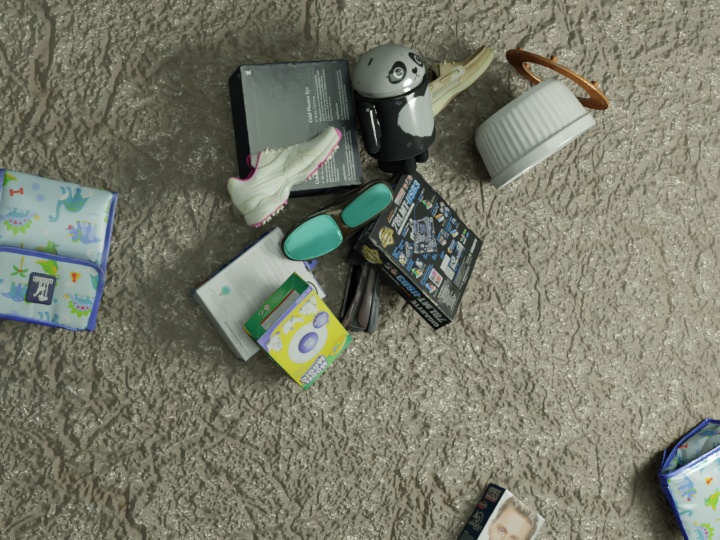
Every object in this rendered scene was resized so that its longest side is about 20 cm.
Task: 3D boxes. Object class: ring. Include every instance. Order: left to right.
[{"bbox_3d":[0.337,-0.329,1.507,0.197,0.200,0.020,27,93,-16],"label":"ring"}]

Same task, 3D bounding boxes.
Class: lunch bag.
[{"bbox_3d":[-0.447,-0.025,1.259,0.166,0.127,0.205,11,85,-20],"label":"lunch bag"},{"bbox_3d":[0.642,0.397,1.628,0.198,0.127,0.173,-29,98,-27],"label":"lunch bag"}]

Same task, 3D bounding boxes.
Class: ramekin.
[{"bbox_3d":[0.285,-0.235,1.494,0.198,0.200,0.106,-32,88,-17],"label":"ramekin"}]

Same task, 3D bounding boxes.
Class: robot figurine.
[{"bbox_3d":[0.055,-0.254,1.400,0.122,0.151,0.204,-12,122,2],"label":"robot figurine"}]

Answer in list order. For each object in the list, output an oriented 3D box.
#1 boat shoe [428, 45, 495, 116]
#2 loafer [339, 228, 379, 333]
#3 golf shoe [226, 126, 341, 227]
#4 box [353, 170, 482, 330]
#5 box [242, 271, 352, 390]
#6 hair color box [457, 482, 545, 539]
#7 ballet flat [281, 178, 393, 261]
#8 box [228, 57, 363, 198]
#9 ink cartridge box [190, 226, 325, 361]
[{"bbox_3d":[0.147,-0.328,1.512,0.199,0.072,0.065,-42,102,-10],"label":"boat shoe"},{"bbox_3d":[0.000,0.000,1.452,0.061,0.072,0.206,3,90,-15],"label":"loafer"},{"bbox_3d":[-0.113,-0.157,1.308,0.200,0.075,0.092,-45,99,-16],"label":"golf shoe"},{"bbox_3d":[0.100,-0.042,1.445,0.198,0.049,0.202,43,46,-16],"label":"box"},{"bbox_3d":[-0.088,0.104,1.370,0.117,0.048,0.201,-46,144,-8],"label":"box"},{"bbox_3d":[0.221,0.482,1.516,0.099,0.060,0.202,37,77,-15],"label":"hair color box"},{"bbox_3d":[-0.035,-0.076,1.383,0.197,0.068,0.069,-29,103,-3],"label":"ballet flat"},{"bbox_3d":[-0.105,-0.221,1.403,0.178,0.104,0.206,-7,90,-20],"label":"box"},{"bbox_3d":[-0.149,0.027,1.395,0.199,0.076,0.138,-38,101,-15],"label":"ink cartridge box"}]
